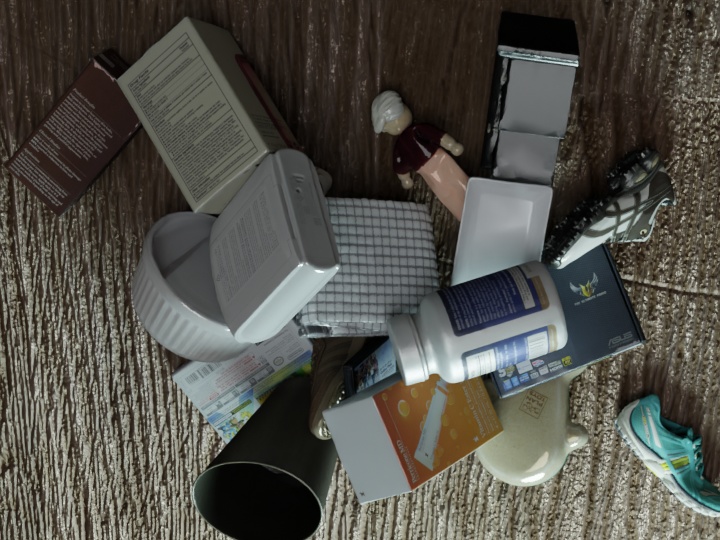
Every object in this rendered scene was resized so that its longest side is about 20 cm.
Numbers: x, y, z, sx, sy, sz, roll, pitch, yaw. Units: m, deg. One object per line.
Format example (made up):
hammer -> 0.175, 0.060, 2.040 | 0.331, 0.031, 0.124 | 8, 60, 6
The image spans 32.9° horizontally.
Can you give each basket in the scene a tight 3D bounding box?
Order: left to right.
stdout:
basket -> -0.099, 0.242, 1.594 | 0.178, 0.200, 0.137 | -4, 119, 23

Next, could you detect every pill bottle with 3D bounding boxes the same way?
pill bottle -> 0.136, 0.068, 1.453 | 0.198, 0.111, 0.112 | -17, 109, -4

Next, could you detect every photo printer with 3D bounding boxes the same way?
photo printer -> -0.111, -0.020, 1.440 | 0.069, 0.168, 0.200 | 4, 146, -35

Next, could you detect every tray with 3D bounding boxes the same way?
tray -> 0.169, -0.016, 1.506 | 0.106, 0.022, 0.202 | 7, 110, -2

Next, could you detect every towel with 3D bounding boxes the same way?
towel -> 0.000, 0.000, 1.514 | 0.198, 0.085, 0.168 | 0, 80, -31

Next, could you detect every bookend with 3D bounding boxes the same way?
bookend -> 0.193, -0.181, 1.423 | 0.091, 0.199, 0.202 | 8, 113, 5

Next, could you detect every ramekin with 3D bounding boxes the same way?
ramekin -> -0.202, 0.027, 1.569 | 0.202, 0.203, 0.094 | 35, 124, -6

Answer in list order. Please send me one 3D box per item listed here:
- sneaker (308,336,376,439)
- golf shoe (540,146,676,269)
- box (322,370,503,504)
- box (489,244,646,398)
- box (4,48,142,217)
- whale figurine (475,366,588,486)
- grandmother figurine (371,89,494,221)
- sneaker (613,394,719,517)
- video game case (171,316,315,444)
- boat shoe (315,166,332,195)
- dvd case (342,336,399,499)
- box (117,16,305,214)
sneaker -> -0.034, 0.129, 1.594 | 0.075, 0.201, 0.071 | 9, 145, 28
golf shoe -> 0.309, -0.056, 1.483 | 0.200, 0.078, 0.095 | -42, 105, -9
box -> 0.068, 0.190, 1.528 | 0.097, 0.199, 0.125 | -23, 90, 44
box -> 0.243, 0.054, 1.555 | 0.198, 0.051, 0.159 | -23, 79, 16
box -> -0.356, -0.177, 1.572 | 0.100, 0.075, 0.200 | 43, 112, -9
whale figurine -> 0.234, 0.188, 1.626 | 0.158, 0.104, 0.202 | 25, 90, 20
grandmother figurine -> 0.085, -0.140, 1.527 | 0.200, 0.061, 0.121 | 49, 130, -6
sneaker -> 0.426, 0.250, 1.626 | 0.080, 0.078, 0.200 | -42, 100, 11
video game case -> -0.133, 0.162, 1.698 | 0.199, 0.022, 0.183 | -34, 103, 18
boat shoe -> -0.131, -0.117, 1.566 | 0.198, 0.066, 0.073 | 3, 113, 26
dvd case -> 0.026, 0.185, 1.618 | 0.017, 0.142, 0.202 | 9, 117, 30
box -> -0.180, -0.185, 1.485 | 0.127, 0.109, 0.201 | -36, 77, 20
